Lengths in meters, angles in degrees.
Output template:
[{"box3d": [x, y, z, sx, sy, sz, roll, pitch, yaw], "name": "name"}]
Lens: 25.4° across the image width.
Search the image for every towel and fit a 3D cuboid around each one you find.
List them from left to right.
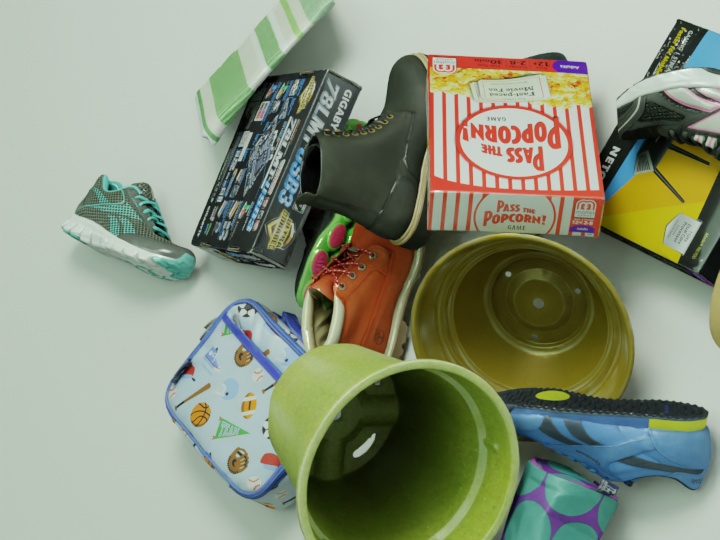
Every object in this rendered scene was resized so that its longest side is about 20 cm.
[{"box3d": [-0.105, -0.232, 1.720, 0.200, 0.023, 0.153, -46, 22, 11], "name": "towel"}]

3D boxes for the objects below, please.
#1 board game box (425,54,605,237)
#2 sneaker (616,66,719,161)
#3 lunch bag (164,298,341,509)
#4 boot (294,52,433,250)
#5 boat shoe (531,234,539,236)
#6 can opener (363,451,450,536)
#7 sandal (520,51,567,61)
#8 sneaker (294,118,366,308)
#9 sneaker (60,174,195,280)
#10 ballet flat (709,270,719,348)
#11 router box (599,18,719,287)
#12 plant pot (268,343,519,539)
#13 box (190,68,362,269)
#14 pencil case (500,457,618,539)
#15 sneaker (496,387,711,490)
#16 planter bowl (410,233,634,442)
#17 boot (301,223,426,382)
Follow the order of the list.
[{"box3d": [0.134, -0.114, 1.423, 0.150, 0.047, 0.201, 2, 43, -1], "name": "board game box"}, {"box3d": [0.305, -0.124, 1.332, 0.199, 0.080, 0.087, -8, 78, 36], "name": "sneaker"}, {"box3d": [-0.100, 0.126, 1.593, 0.161, 0.075, 0.200, -51, 53, 6], "name": "lunch bag"}, {"box3d": [0.009, -0.132, 1.494, 0.077, 0.137, 0.202, -34, 47, 47], "name": "boot"}, {"box3d": [0.096, -0.089, 1.538, 0.199, 0.064, 0.071, 21, 86, 39], "name": "boat shoe"}, {"box3d": [0.066, 0.228, 1.448, 0.200, 0.063, 0.079, 51, 131, 46], "name": "can opener"}, {"box3d": [0.109, -0.182, 1.563, 0.199, 0.048, 0.076, -14, 46, 27], "name": "sandal"}, {"box3d": [-0.028, -0.053, 1.619, 0.083, 0.076, 0.202, -5, 67, 54], "name": "sneaker"}, {"box3d": [-0.250, -0.053, 1.768, 0.199, 0.077, 0.092, 22, 82, 37], "name": "sneaker"}, {"box3d": [0.351, -0.022, 1.322, 0.201, 0.068, 0.063, -64, 13, -3], "name": "ballet flat"}, {"box3d": [0.297, -0.105, 1.408, 0.149, 0.051, 0.201, 29, 90, 38], "name": "router box"}, {"box3d": [0.007, 0.149, 1.377, 0.201, 0.200, 0.184, -60, 27, 1], "name": "plant pot"}, {"box3d": [-0.091, -0.105, 1.635, 0.198, 0.049, 0.202, 8, 75, 65], "name": "box"}, {"box3d": [0.154, 0.265, 1.351, 0.202, 0.092, 0.085, -70, 17, -5], "name": "pencil case"}, {"box3d": [0.196, 0.146, 1.351, 0.198, 0.066, 0.079, 6, 105, 16], "name": "sneaker"}, {"box3d": [0.150, 0.044, 1.412, 0.199, 0.084, 0.202, 8, 117, 17], "name": "planter bowl"}, {"box3d": [0.000, 0.000, 1.532, 0.075, 0.107, 0.202, 1, 79, 45], "name": "boot"}]
